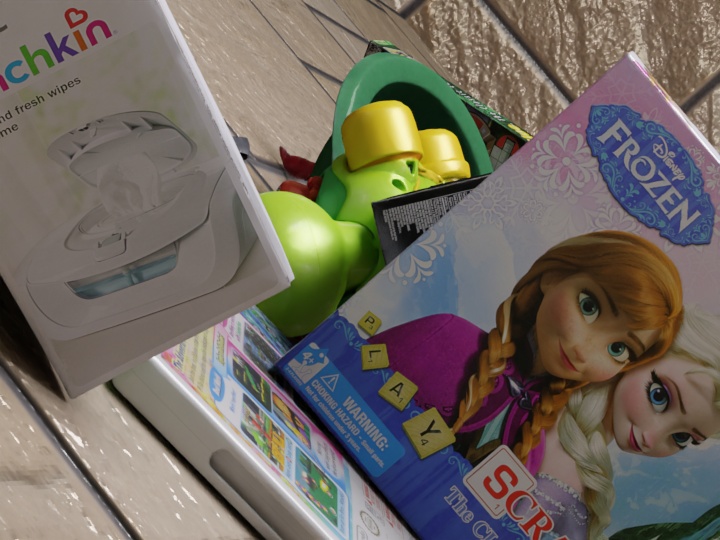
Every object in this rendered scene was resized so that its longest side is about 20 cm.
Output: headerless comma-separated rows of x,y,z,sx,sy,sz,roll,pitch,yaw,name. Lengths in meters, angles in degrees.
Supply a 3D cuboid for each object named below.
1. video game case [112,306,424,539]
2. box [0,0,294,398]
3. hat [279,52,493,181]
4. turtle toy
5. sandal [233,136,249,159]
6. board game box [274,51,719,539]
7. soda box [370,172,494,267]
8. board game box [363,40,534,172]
-0.029,0.072,1.045,0.182,0.024,0.200,46,10,-13,video game case
-0.120,-0.091,0.897,0.200,0.096,0.177,59,-5,47,box
-0.027,-0.026,1.476,0.199,0.175,0.167,12,69,-56,hat
0.000,0.000,1.230,0.200,0.100,0.147,20,53,-68,turtle toy
-0.087,-0.073,1.313,0.076,0.043,0.200,47,9,-12,sandal
0.102,0.049,1.052,0.200,0.199,0.041,49,10,1,board game box
0.060,0.059,1.126,0.071,0.063,0.202,-10,88,-79,soda box
0.058,-0.051,1.535,0.023,0.105,0.200,-2,29,-45,board game box
